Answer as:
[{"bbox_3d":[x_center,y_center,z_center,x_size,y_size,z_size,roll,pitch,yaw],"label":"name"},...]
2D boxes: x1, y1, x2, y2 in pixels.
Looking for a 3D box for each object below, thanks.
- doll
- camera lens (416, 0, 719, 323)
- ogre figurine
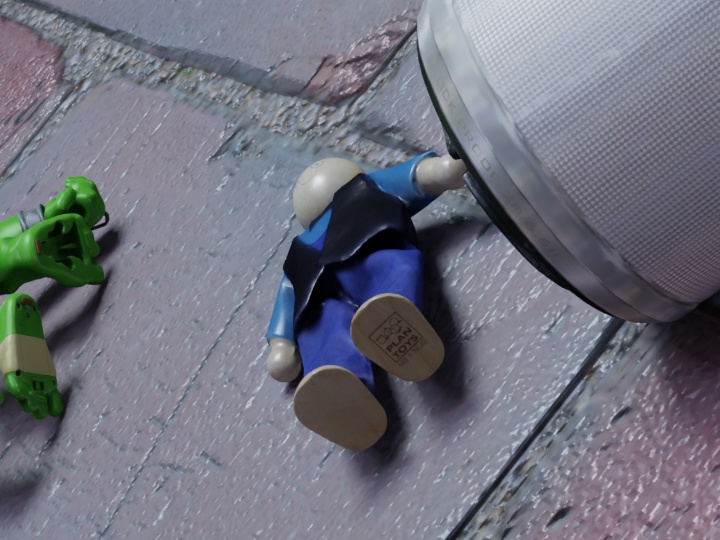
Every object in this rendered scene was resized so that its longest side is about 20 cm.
[{"bbox_3d":[0.000,0.000,1.218,0.137,0.048,0.200,-51,19,15],"label":"doll"},{"bbox_3d":[0.133,-0.090,1.022,0.200,0.160,0.160,-36,29,20],"label":"camera lens"},{"bbox_3d":[-0.209,0.028,1.438,0.119,0.098,0.201,-16,50,28],"label":"ogre figurine"}]
